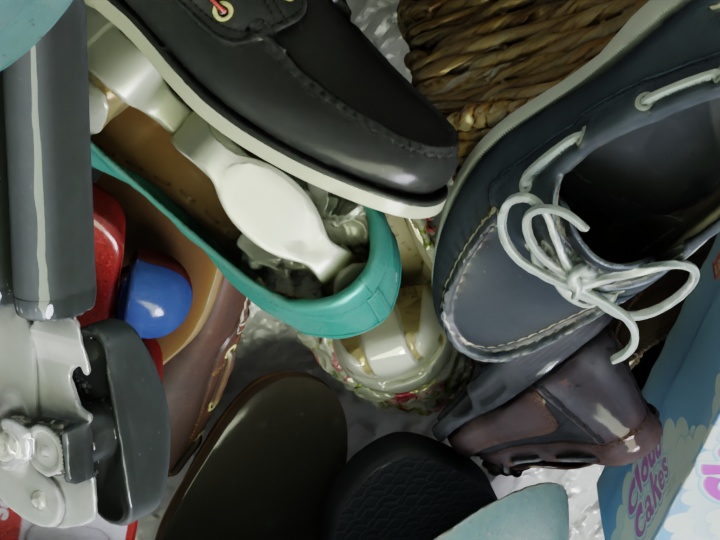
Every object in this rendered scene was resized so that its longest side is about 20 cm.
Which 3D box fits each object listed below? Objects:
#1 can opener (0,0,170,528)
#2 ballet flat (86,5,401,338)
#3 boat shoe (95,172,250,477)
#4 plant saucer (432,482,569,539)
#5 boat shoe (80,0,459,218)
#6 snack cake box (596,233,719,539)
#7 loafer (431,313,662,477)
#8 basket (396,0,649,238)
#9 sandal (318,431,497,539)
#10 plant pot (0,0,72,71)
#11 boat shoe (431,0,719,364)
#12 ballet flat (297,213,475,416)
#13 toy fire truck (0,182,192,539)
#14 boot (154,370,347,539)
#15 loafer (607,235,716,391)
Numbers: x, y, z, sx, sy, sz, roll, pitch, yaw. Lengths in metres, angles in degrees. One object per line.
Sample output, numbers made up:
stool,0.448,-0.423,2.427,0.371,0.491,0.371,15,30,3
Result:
can opener,-0.109,-0.005,1.034,0.052,0.066,0.201,11,114,38
ballet flat,-0.063,-0.053,1.052,0.200,0.070,0.067,40,82,1
boat shoe,-0.079,0.018,1.169,0.070,0.070,0.201,-23,150,-45
plant saucer,0.021,0.169,1.188,0.201,0.039,0.201,-37,160,-16
boat shoe,-0.042,-0.094,1.012,0.201,0.074,0.063,41,115,16
snack cake box,0.174,0.055,1.133,0.114,0.068,0.201,5,141,-12
loafer,0.074,0.057,1.145,0.072,0.200,0.063,-38,85,-8
basket,0.131,-0.065,1.072,0.199,0.143,0.149,-22,129,11
sandal,0.034,0.119,1.264,0.076,0.043,0.200,-33,145,5
plant pot,-0.162,-0.137,0.948,0.200,0.201,0.134,-35,140,20
boat shoe,0.084,-0.022,0.973,0.075,0.062,0.200,32,134,-20
ballet flat,0.000,0.000,1.160,0.075,0.064,0.201,-18,131,6
toy fire truck,-0.152,0.028,1.112,0.167,0.112,0.201,9,122,-7
boot,-0.064,0.117,1.246,0.073,0.076,0.201,10,117,-23
loafer,0.184,0.015,1.193,0.199,0.071,0.073,-17,130,6
